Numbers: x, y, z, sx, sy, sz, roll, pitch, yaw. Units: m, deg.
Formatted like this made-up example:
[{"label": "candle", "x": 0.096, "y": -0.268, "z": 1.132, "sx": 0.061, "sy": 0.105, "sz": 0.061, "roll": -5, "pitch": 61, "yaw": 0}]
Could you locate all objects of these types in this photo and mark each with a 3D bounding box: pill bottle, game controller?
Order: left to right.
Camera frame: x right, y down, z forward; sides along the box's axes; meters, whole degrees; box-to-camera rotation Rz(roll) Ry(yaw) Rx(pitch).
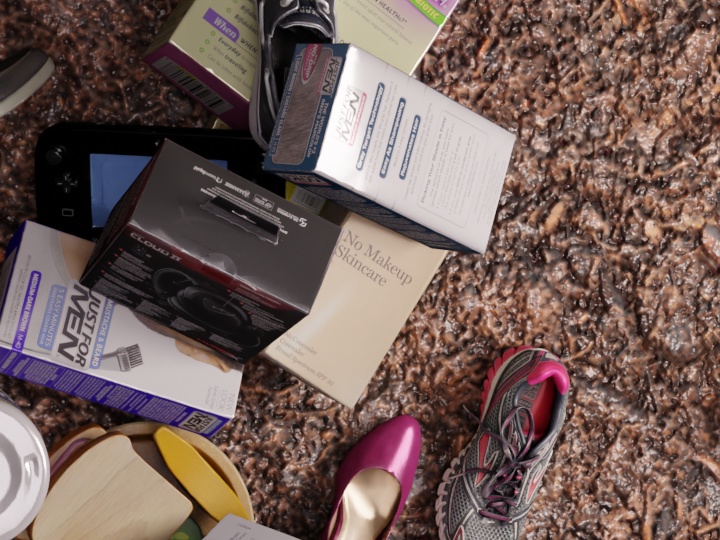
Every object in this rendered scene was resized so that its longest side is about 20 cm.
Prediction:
[{"label": "pill bottle", "x": -0.300, "y": 0.138, "z": 1.577, "sx": 0.110, "sy": 0.200, "sz": 0.112, "roll": -1, "pitch": 95, "yaw": -17}, {"label": "game controller", "x": -0.157, "y": -0.063, "z": 1.653, "sx": 0.198, "sy": 0.042, "sz": 0.105, "roll": 3, "pitch": 106, "yaw": 4}]

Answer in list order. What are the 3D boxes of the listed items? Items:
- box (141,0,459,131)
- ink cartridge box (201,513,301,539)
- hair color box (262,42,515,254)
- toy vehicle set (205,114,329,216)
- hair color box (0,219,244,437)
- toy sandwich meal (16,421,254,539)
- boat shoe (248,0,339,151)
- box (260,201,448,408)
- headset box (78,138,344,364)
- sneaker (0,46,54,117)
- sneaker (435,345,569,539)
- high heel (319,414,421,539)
[{"label": "box", "x": -0.042, "y": -0.200, "z": 1.668, "sx": 0.176, "sy": 0.097, "sz": 0.201, "roll": 36, "pitch": 77, "yaw": -14}, {"label": "ink cartridge box", "x": -0.092, "y": 0.305, "z": 1.659, "sx": 0.175, "sy": 0.084, "sz": 0.201, "roll": 18, "pitch": 119, "yaw": 23}, {"label": "hair color box", "x": 0.024, "y": -0.090, "z": 1.573, "sx": 0.199, "sy": 0.060, "sz": 0.101, "roll": 24, "pitch": 77, "yaw": -45}, {"label": "toy vehicle set", "x": -0.059, "y": -0.028, "z": 1.725, "sx": 0.199, "sy": 0.026, "sz": 0.125, "roll": 27, "pitch": 86, "yaw": -16}, {"label": "hair color box", "x": -0.190, "y": 0.047, "z": 1.656, "sx": 0.199, "sy": 0.065, "sz": 0.110, "roll": 19, "pitch": 64, "yaw": -18}, {"label": "toy sandwich meal", "x": -0.175, "y": 0.211, "z": 1.686, "sx": 0.204, "sy": 0.070, "sz": 0.207, "roll": -1, "pitch": 94, "yaw": -16}, {"label": "boat shoe", "x": -0.048, "y": -0.188, "z": 1.578, "sx": 0.071, "sy": 0.068, "sz": 0.202, "roll": 7, "pitch": 85, "yaw": -19}, {"label": "box", "x": 0.000, "y": 0.000, "z": 1.689, "sx": 0.095, "sy": 0.078, "sz": 0.201, "roll": 32, "pitch": 85, "yaw": -16}, {"label": "headset box", "x": -0.111, "y": -0.012, "z": 1.558, "sx": 0.148, "sy": 0.200, "sz": 0.078, "roll": 26, "pitch": 68, "yaw": -10}, {"label": "sneaker", "x": -0.340, "y": -0.147, "z": 1.609, "sx": 0.199, "sy": 0.075, "sz": 0.107, "roll": -29, "pitch": 103, "yaw": -11}, {"label": "sneaker", "x": 0.120, "y": 0.162, "z": 1.767, "sx": 0.080, "sy": 0.075, "sz": 0.201, "roll": 15, "pitch": 90, "yaw": -16}, {"label": "high heel", "x": 0.005, "y": 0.214, "z": 1.725, "sx": 0.067, "sy": 0.096, "sz": 0.201, "roll": 27, "pitch": 86, "yaw": -16}]
